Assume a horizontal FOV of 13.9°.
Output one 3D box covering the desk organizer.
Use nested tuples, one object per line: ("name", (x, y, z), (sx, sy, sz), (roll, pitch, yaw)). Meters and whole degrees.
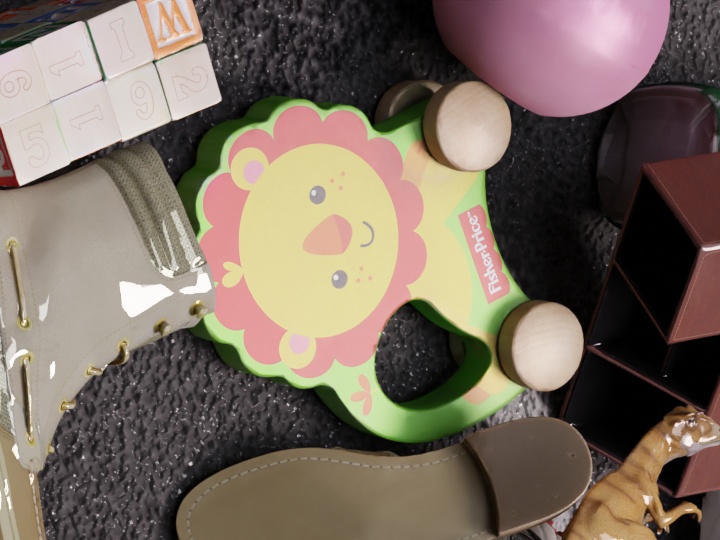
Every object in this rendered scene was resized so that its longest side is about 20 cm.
("desk organizer", (0.171, 0.032, 1.542), (0.077, 0.072, 0.200), (-10, 137, -24))

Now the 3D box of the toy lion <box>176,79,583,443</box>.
("toy lion", (0.000, 0.000, 1.497), (0.191, 0.069, 0.201), (-28, 109, -25))

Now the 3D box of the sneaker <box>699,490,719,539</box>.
("sneaker", (0.219, 0.093, 1.647), (0.073, 0.116, 0.201), (-3, 131, -21))

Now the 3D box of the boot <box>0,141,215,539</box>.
("boot", (-0.137, 0.049, 1.388), (0.154, 0.072, 0.201), (-18, 102, -37))

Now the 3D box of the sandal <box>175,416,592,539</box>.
("sandal", (0.012, 0.125, 1.498), (0.211, 0.070, 0.078), (-12, 76, -6))

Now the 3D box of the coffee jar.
("coffee jar", (0.235, -0.046, 1.635), (0.199, 0.104, 0.086), (12, 86, -37))

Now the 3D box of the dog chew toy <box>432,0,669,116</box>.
("dog chew toy", (0.126, -0.178, 1.490), (0.124, 0.125, 0.200), (28, 105, -34))

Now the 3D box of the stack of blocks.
("stack of blocks", (-0.178, -0.070, 1.323), (0.200, 0.115, 0.059), (-25, 106, -32))

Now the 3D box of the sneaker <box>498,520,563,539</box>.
("sneaker", (0.085, 0.205, 1.552), (0.082, 0.078, 0.201), (-30, 109, -30))

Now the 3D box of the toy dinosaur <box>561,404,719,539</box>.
("toy dinosaur", (0.117, 0.141, 1.478), (0.200, 0.060, 0.107), (-44, 127, -44))
